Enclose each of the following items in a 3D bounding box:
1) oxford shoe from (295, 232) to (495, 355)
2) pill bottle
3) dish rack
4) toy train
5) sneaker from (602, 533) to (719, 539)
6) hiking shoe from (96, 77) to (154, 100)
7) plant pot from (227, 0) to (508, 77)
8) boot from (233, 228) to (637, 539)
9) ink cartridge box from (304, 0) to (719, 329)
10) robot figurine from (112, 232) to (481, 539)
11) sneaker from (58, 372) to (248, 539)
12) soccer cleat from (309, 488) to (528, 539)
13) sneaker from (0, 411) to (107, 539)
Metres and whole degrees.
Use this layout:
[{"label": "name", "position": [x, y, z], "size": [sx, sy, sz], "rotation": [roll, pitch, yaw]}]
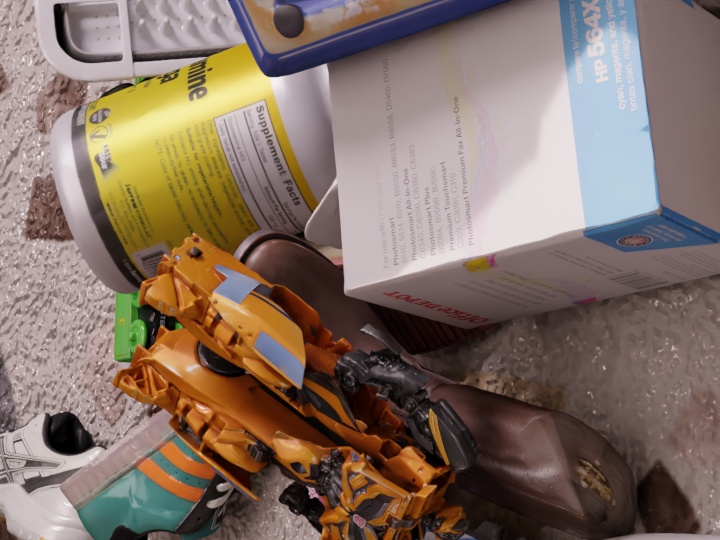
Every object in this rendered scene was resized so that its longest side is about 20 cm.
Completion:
[{"label": "oxford shoe", "position": [0.000, 0.000, 1.258], "size": [0.198, 0.071, 0.075], "rotation": [0, 41, 32]}, {"label": "pill bottle", "position": [-0.068, -0.070, 1.264], "size": [0.198, 0.112, 0.113], "rotation": [-20, 65, 10]}, {"label": "dish rack", "position": [-0.100, -0.193, 1.338], "size": [0.044, 0.198, 0.173], "rotation": [106, 158, -72]}, {"label": "toy train", "position": [-0.137, -0.035, 1.442], "size": [0.056, 0.041, 0.202], "rotation": [-12, 74, 58]}, {"label": "sneaker", "position": [0.184, 0.171, 1.031], "size": [0.199, 0.075, 0.089], "rotation": [-6, 91, 54]}, {"label": "hiking shoe", "position": [-0.120, -0.075, 1.370], "size": [0.076, 0.100, 0.202], "rotation": [142, 138, -79]}, {"label": "plant pot", "position": [0.010, -0.216, 1.078], "size": [0.198, 0.180, 0.201], "rotation": [-15, 110, 24]}, {"label": "boot", "position": [0.040, 0.061, 1.135], "size": [0.064, 0.186, 0.199], "rotation": [-53, 37, -13]}, {"label": "ink cartridge box", "position": [0.079, -0.053, 1.096], "size": [0.199, 0.128, 0.126], "rotation": [-13, 73, 30]}, {"label": "robot figurine", "position": [-0.031, 0.079, 1.123], "size": [0.199, 0.058, 0.146], "rotation": [37, 137, 15]}, {"label": "sneaker", "position": [-0.092, 0.113, 1.351], "size": [0.199, 0.071, 0.080], "rotation": [-35, 90, 27]}, {"label": "soccer cleat", "position": [0.022, 0.163, 1.188], "size": [0.199, 0.070, 0.087], "rotation": [19, 69, 47]}, {"label": "sneaker", "position": [-0.220, 0.134, 1.495], "size": [0.199, 0.075, 0.088], "rotation": [20, 83, 45]}]
